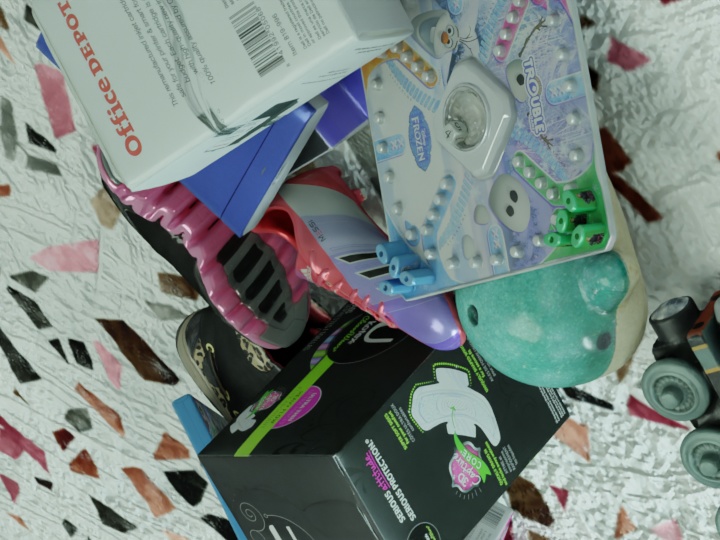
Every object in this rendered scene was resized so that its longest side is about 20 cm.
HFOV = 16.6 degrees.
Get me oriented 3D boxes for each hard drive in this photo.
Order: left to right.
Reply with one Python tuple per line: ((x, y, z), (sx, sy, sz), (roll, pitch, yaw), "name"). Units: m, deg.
((-0.124, -0.133, 1.660), (0.200, 0.025, 0.132), (43, 134, 10), "hard drive")

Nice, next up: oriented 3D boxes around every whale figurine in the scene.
((0.111, -0.019, 1.554), (0.159, 0.104, 0.200), (39, 141, 52), "whale figurine")

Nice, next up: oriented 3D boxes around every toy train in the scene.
((0.261, 0.096, 1.555), (0.114, 0.085, 0.200), (-19, 108, 37), "toy train")

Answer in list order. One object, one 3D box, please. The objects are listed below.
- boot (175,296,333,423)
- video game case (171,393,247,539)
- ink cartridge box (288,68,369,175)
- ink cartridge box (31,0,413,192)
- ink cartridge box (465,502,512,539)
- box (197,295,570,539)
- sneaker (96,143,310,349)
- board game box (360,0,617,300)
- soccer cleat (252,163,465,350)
((-0.048, 0.093, 1.843), (0.200, 0.073, 0.151), (52, 154, 2), "boot")
((-0.090, 0.171, 1.892), (0.143, 0.018, 0.200), (62, -179, 11), "video game case")
((-0.090, -0.154, 1.684), (0.198, 0.043, 0.200), (52, 142, -8), "ink cartridge box")
((-0.090, -0.161, 1.551), (0.200, 0.083, 0.147), (-30, 84, 28), "ink cartridge box")
((0.064, 0.263, 1.875), (0.037, 0.095, 0.200), (27, 141, 8), "ink cartridge box")
((0.017, 0.114, 1.703), (0.148, 0.200, 0.124), (-5, 121, 46), "box")
((-0.115, -0.023, 1.756), (0.200, 0.079, 0.095), (50, 158, -1), "sneaker")
((0.065, -0.094, 1.520), (0.200, 0.026, 0.200), (-15, 82, 51), "board game box")
((0.000, 0.000, 1.663), (0.200, 0.076, 0.067), (48, 160, 41), "soccer cleat")
